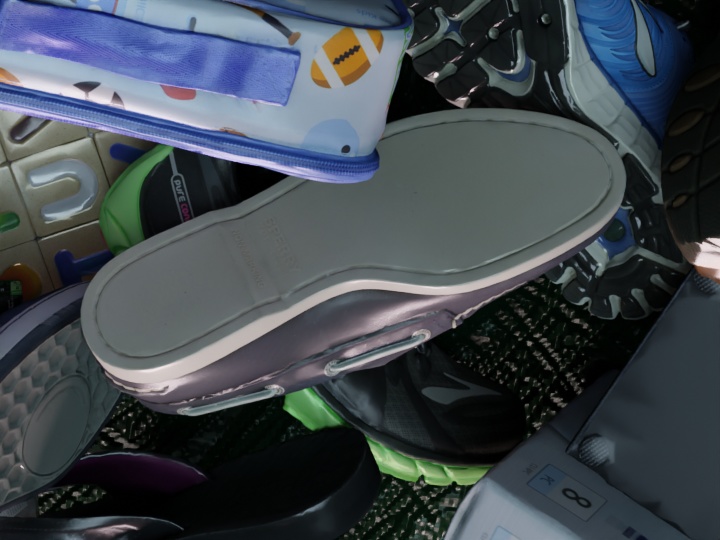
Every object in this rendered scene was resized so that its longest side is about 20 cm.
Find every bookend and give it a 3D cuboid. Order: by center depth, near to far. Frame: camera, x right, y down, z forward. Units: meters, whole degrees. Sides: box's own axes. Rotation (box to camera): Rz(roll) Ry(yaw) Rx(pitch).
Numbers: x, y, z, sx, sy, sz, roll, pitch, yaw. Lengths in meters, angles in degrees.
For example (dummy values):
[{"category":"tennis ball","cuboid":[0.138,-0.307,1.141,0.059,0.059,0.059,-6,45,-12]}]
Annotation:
[{"category":"bookend","cuboid":[0.194,0.066,1.095,0.200,0.199,0.092,34,105,1]}]

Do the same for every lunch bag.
[{"category":"lunch bag","cuboid":[-0.087,-0.089,0.979,0.199,0.160,0.076,11,108,-14]}]

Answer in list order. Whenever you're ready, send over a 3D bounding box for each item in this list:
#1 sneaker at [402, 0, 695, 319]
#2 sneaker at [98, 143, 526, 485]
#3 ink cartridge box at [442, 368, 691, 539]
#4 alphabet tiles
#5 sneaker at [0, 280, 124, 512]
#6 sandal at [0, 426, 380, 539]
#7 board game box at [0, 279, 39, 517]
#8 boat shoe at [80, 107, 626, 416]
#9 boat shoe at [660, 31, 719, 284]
[{"category":"sneaker","cuboid":[0.074,-0.083,1.064,0.078,0.089,0.201,-21,99,32]},{"category":"sneaker","cuboid":[-0.005,0.014,1.085,0.200,0.077,0.084,36,101,-26]},{"category":"ink cartridge box","cuboid":[0.144,0.123,1.066,0.200,0.160,0.047,31,111,13]},{"category":"alphabet tiles","cuboid":[-0.161,-0.017,1.087,0.199,0.006,0.167,-18,114,-1]},{"category":"sneaker","cuboid":[-0.190,0.047,1.043,0.202,0.146,0.077,-40,141,-35]},{"category":"sandal","cuboid":[-0.091,0.091,1.062,0.200,0.075,0.048,-20,114,14]},{"category":"board game box","cuboid":[-0.177,0.102,1.118,0.104,0.023,0.201,-5,112,-9]},{"category":"boat shoe","cuboid":[0.000,0.000,1.022,0.199,0.073,0.063,-19,149,-1]},{"category":"boat shoe","cuboid":[0.169,-0.070,1.026,0.075,0.200,0.074,-13,131,41]}]
